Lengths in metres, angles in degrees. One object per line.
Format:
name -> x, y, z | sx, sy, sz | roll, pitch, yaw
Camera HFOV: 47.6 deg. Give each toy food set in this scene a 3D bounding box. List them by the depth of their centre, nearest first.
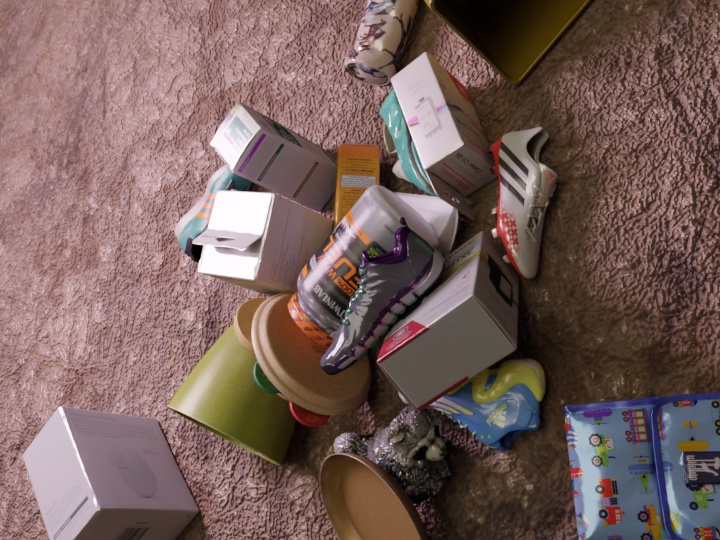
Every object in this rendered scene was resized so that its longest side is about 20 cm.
toy food set -> -0.070, 0.117, 1.113 | 0.049, 0.198, 0.200 | -46, 58, 35

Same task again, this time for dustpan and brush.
dustpan and brush -> 0.066, -0.001, 1.141 | 0.139, 0.057, 0.203 | 13, 78, 50

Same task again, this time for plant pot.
plant pot -> 0.021, 0.315, 1.027 | 0.199, 0.027, 0.203 | 30, 133, 38
plant pot -> 0.177, -0.412, 1.092 | 0.200, 0.199, 0.177 | -48, 42, 15
plant pot -> -0.153, 0.151, 1.195 | 0.185, 0.187, 0.202 | 12, 69, 39

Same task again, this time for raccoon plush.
raccoon plush -> 0.024, 0.215, 1.023 | 0.197, 0.135, 0.097 | -3, 42, 28

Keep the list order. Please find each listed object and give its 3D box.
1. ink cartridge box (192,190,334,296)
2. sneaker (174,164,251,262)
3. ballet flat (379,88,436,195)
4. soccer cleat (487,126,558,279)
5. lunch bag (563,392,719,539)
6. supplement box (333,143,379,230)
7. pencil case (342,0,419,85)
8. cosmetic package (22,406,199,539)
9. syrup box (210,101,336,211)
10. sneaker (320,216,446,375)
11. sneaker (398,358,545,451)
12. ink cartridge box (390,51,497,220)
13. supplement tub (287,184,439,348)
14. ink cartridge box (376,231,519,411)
ink cartridge box -> -0.134, -0.035, 1.203 | 0.127, 0.199, 0.127 | 6, 79, 38
sneaker -> -0.237, -0.097, 1.393 | 0.200, 0.071, 0.080 | -48, 58, 23
ballet flat -> 0.073, -0.175, 1.180 | 0.070, 0.067, 0.203 | -42, 51, 39
soccer cleat -> 0.213, -0.090, 1.038 | 0.084, 0.068, 0.203 | -18, 63, 33
lunch bag -> 0.327, 0.214, 0.857 | 0.197, 0.094, 0.153 | -11, 68, 22
supplement box -> -0.007, -0.079, 1.192 | 0.067, 0.067, 0.204 | 1, 74, -4
pencil case -> 0.036, -0.386, 1.256 | 0.088, 0.078, 0.203 | 17, 87, 19
cosmetic package -> -0.396, 0.338, 1.293 | 0.123, 0.198, 0.201 | -47, 53, 15
syrup box -> -0.121, -0.168, 1.234 | 0.082, 0.199, 0.079 | -52, 52, 12
sneaker -> 0.009, 0.031, 0.983 | 0.088, 0.074, 0.200 | 45, 90, -7
sneaker -> 0.135, 0.172, 1.012 | 0.198, 0.075, 0.107 | -15, 68, 33
ink cartridge box -> 0.122, -0.179, 1.103 | 0.067, 0.116, 0.203 | -31, 61, 26
supplement tub -> 0.000, 0.000, 1.069 | 0.201, 0.122, 0.123 | -50, 53, 15
ink cartridge box -> 0.111, 0.055, 0.986 | 0.145, 0.200, 0.083 | -37, 102, 23
